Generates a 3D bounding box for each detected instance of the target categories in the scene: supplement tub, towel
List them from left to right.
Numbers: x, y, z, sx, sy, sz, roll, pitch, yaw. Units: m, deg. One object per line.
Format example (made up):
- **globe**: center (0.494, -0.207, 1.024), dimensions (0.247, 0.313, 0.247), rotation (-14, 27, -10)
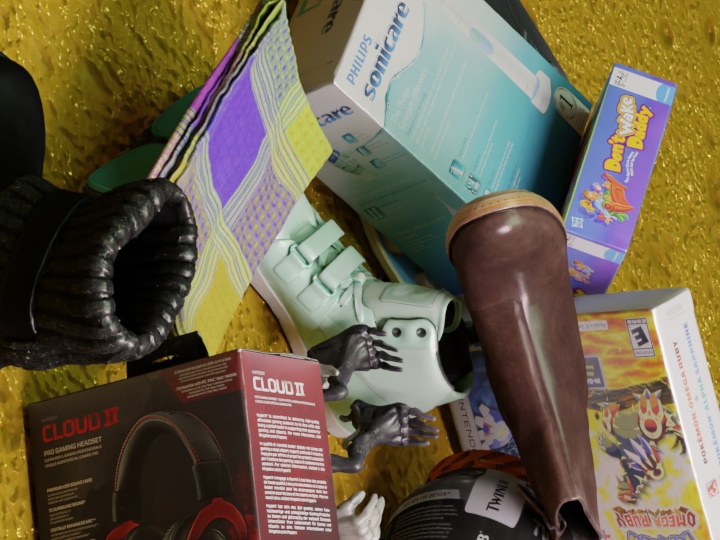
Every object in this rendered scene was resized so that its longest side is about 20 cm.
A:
- **towel**: center (-0.072, -0.044, 1.449), dimensions (0.144, 0.023, 0.200), rotation (75, 34, -47)
- **supplement tub**: center (0.059, 0.211, 1.559), dimensions (0.123, 0.122, 0.200), rotation (55, 37, -27)

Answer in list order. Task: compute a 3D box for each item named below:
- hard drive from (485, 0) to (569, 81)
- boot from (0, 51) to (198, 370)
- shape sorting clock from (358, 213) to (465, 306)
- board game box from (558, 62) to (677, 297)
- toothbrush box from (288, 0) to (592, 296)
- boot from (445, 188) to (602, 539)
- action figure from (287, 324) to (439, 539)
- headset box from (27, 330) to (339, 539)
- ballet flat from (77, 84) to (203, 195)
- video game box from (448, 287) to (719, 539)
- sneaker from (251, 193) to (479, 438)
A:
- **hard drive**: center (0.083, -0.180, 1.805), dimensions (0.200, 0.042, 0.135), rotation (55, 19, -21)
- **boot**: center (-0.156, -0.035, 1.300), dimensions (0.079, 0.158, 0.212), rotation (35, 49, -45)
- **shape sorting clock**: center (0.058, -0.057, 1.752), dimensions (0.200, 0.039, 0.201), rotation (30, 52, -48)
- **board game box**: center (0.150, -0.027, 1.712), dimensions (0.200, 0.045, 0.135), rotation (108, 2, -60)
- **toothbrush box**: center (0.043, -0.103, 1.662), dimensions (0.200, 0.085, 0.147), rotation (40, 51, -28)
- **boot**: center (0.109, 0.059, 1.512), dimensions (0.200, 0.072, 0.167), rotation (70, 5, -61)
- **action figure**: center (-0.038, 0.102, 1.463), dimensions (0.200, 0.102, 0.119), rotation (-34, 110, -46)
- **headset box**: center (-0.091, 0.134, 1.337), dimensions (0.075, 0.148, 0.201), rotation (13, 67, -55)
- **ballet flat**: center (-0.104, -0.054, 1.490), dimensions (0.200, 0.072, 0.072), rotation (-44, 113, -55)
- **video game box**: center (0.147, 0.108, 1.653), dimensions (0.047, 0.200, 0.183), rotation (-28, 105, -42)
- **sneaker**: center (0.000, 0.000, 1.563), dimensions (0.201, 0.118, 0.074), rotation (64, 34, -15)
